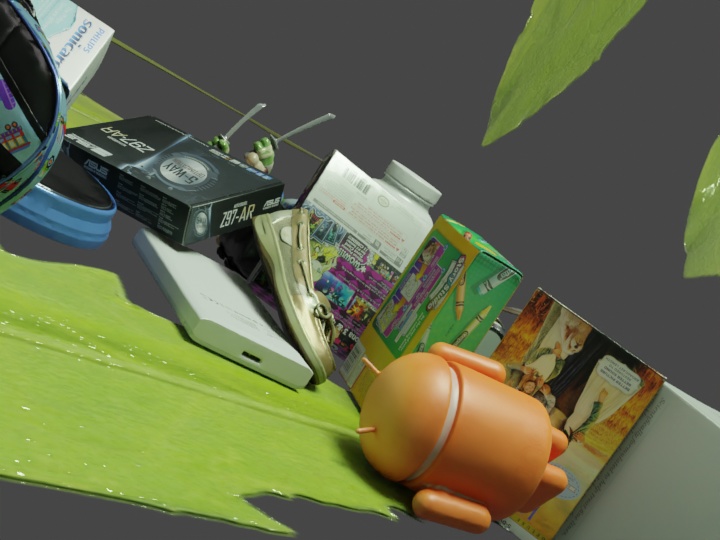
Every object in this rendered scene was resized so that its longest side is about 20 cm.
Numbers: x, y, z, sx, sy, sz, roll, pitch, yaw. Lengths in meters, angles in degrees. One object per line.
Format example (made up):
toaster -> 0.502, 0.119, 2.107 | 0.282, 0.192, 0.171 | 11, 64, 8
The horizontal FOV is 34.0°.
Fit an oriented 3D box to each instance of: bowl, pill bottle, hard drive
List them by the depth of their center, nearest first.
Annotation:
bowl -> -0.311, -0.092, 1.078 | 0.200, 0.040, 0.201 | 34, 8, -5
hard drive -> -0.134, 0.033, 1.116 | 0.131, 0.027, 0.200 | 30, 10, -35
pill bottle -> 0.016, -0.036, 1.499 | 0.112, 0.201, 0.112 | 33, 8, -5

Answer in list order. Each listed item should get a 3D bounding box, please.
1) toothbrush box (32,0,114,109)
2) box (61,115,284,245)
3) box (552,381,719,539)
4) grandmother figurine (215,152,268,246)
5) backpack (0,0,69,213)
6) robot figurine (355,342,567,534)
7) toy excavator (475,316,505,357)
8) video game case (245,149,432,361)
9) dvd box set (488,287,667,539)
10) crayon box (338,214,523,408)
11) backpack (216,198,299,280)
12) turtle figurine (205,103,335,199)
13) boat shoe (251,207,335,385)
toothbrush box -> -0.379, -0.236, 1.214 | 0.199, 0.085, 0.147 | 32, 52, -11
box -> -0.204, -0.099, 1.238 | 0.199, 0.044, 0.160 | 28, 25, 25
box -> 0.309, 0.243, 1.069 | 0.130, 0.200, 0.200 | 28, 10, -39
grandmother figurine -> -0.148, -0.085, 1.445 | 0.060, 0.122, 0.200 | 23, -6, 40
backpack -> -0.295, -0.122, 0.855 | 0.200, 0.182, 0.135 | 51, -4, 17
robot figurine -> 0.083, 0.141, 1.017 | 0.199, 0.145, 0.117 | 25, -3, -19
toy excavator -> 0.159, 0.154, 1.394 | 0.192, 0.202, 0.100 | -7, 8, 5
video game case -> 0.000, 0.000, 1.282 | 0.199, 0.182, 0.036 | 37, -22, -15
dvd box set -> 0.168, 0.139, 1.098 | 0.146, 0.201, 0.029 | 37, 6, 15
crayon box -> 0.066, 0.055, 1.171 | 0.058, 0.201, 0.119 | 29, 9, -24
backpack -> -0.047, -0.006, 1.364 | 0.200, 0.154, 0.163 | 44, -1, -17
turtle figurine -> -0.173, -0.156, 1.519 | 0.193, 0.201, 0.144 | 4, 31, -43
boat shoe -> -0.055, 0.020, 1.160 | 0.074, 0.063, 0.202 | 83, -12, -50
